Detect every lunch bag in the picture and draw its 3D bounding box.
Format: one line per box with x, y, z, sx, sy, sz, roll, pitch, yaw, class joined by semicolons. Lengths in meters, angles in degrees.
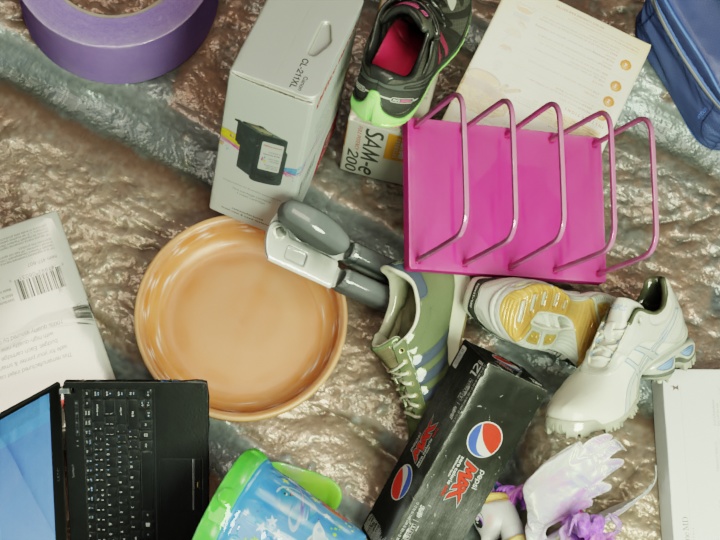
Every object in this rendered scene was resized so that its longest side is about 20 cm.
0.364;-0.236;1.687;0.135;0.132;0.201;-26;76;-12;lunch bag

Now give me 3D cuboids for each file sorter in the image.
0.152;-0.073;1.527;0.199;0.125;0.140;4;77;-21;file sorter

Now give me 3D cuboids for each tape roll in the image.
-0.239;-0.291;1.692;0.198;0.085;0.201;1;72;-2;tape roll

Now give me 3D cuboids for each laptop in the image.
-0.230;0.194;1.476;0.198;0.103;0.178;1;114;-4;laptop

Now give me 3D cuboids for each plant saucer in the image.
-0.112;0.047;1.613;0.199;0.037;0.202;1;71;-3;plant saucer

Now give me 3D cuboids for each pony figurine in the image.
0.177;0.244;1.509;0.192;0.167;0.201;-27;55;15;pony figurine

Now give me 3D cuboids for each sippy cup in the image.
-0.070;0.244;1.492;0.130;0.140;0.179;26;70;9;sippy cup

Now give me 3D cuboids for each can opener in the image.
0.000;0.000;1.591;0.199;0.066;0.053;27;70;-24;can opener

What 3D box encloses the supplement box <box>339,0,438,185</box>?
0.041;-0.200;1.657;0.073;0.126;0.201;15;71;1;supplement box

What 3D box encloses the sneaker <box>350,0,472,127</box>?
0.053;-0.217;1.545;0.076;0.084;0.201;19;58;5;sneaker

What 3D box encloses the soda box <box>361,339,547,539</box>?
0.081;0.168;1.519;0.070;0.063;0.201;25;99;-24;soda box

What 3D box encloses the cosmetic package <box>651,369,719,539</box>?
0.352;0.192;1.587;0.150;0.052;0.201;1;71;-5;cosmetic package

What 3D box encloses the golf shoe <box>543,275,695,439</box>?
0.222;0.074;1.534;0.078;0.098;0.200;7;30;39;golf shoe

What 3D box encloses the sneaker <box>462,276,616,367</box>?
0.175;0.042;1.583;0.087;0.199;0.076;19;87;46;sneaker

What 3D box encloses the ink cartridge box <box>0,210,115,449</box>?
-0.310;0.068;1.567;0.145;0.084;0.201;-18;74;-10;ink cartridge box

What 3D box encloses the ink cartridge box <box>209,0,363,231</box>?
-0.069;-0.154;1.580;0.082;0.200;0.146;21;54;4;ink cartridge box

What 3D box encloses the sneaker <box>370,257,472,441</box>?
0.045;0.082;1.563;0.089;0.067;0.202;6;89;-33;sneaker

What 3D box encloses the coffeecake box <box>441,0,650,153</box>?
0.170;-0.158;1.679;0.153;0.073;0.201;26;72;3;coffeecake box
